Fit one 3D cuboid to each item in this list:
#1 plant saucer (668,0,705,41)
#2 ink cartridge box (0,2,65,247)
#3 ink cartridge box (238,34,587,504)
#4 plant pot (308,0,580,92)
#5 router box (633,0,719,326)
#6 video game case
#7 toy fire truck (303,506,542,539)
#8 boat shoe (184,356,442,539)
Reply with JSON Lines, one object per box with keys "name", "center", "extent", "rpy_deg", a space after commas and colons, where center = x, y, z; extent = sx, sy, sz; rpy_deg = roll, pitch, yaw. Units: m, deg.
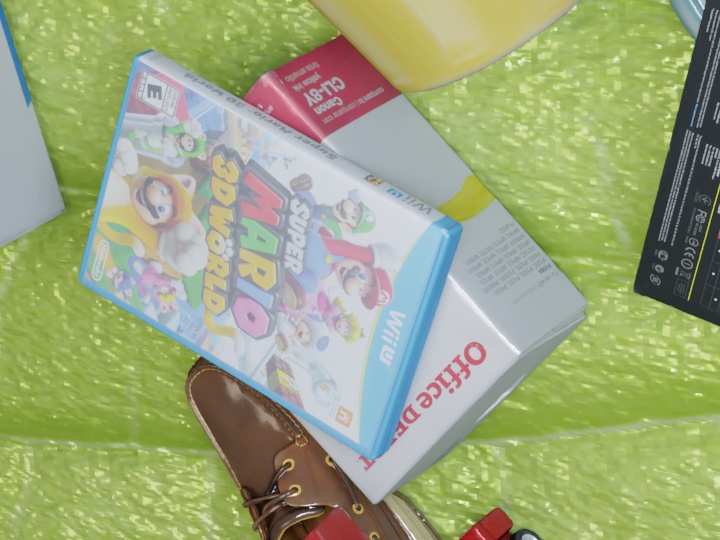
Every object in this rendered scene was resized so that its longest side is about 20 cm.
{"name": "plant saucer", "center": [0.215, -0.161, 1.242], "extent": [0.200, 0.027, 0.201], "rpy_deg": [14, 116, 30]}
{"name": "ink cartridge box", "center": [-0.306, -0.067, 1.570], "extent": [0.200, 0.145, 0.148], "rpy_deg": [-8, 105, 35]}
{"name": "ink cartridge box", "center": [0.000, 0.000, 1.435], "extent": [0.200, 0.083, 0.145], "rpy_deg": [48, 127, 8]}
{"name": "plant pot", "center": [0.019, -0.196, 1.282], "extent": [0.200, 0.201, 0.189], "rpy_deg": [-20, 113, 37]}
{"name": "router box", "center": [0.220, -0.047, 1.240], "extent": [0.150, 0.062, 0.200], "rpy_deg": [24, 137, 14]}
{"name": "video game case", "center": [-0.051, -0.008, 1.401], "extent": [0.200, 0.018, 0.143], "rpy_deg": [30, 121, 21]}
{"name": "toy fire truck", "center": [0.062, 0.197, 1.442], "extent": [0.200, 0.141, 0.049], "rpy_deg": [47, 128, 8]}
{"name": "boat shoe", "center": [-0.030, 0.125, 1.518], "extent": [0.200, 0.068, 0.072], "rpy_deg": [49, 128, 6]}
